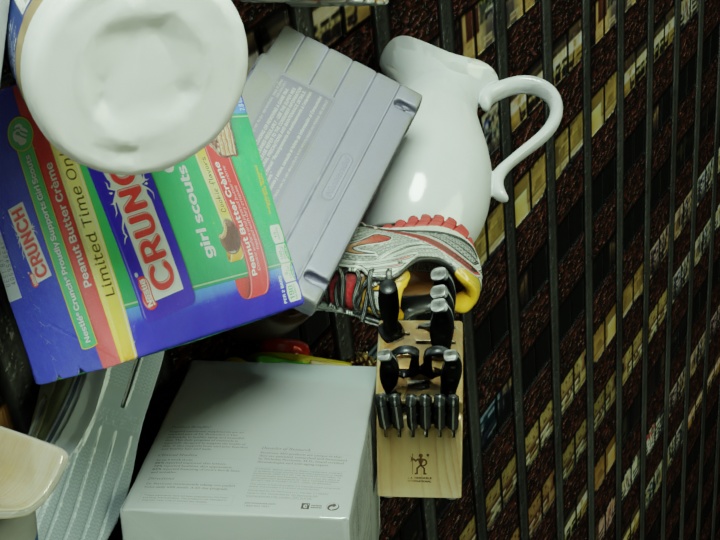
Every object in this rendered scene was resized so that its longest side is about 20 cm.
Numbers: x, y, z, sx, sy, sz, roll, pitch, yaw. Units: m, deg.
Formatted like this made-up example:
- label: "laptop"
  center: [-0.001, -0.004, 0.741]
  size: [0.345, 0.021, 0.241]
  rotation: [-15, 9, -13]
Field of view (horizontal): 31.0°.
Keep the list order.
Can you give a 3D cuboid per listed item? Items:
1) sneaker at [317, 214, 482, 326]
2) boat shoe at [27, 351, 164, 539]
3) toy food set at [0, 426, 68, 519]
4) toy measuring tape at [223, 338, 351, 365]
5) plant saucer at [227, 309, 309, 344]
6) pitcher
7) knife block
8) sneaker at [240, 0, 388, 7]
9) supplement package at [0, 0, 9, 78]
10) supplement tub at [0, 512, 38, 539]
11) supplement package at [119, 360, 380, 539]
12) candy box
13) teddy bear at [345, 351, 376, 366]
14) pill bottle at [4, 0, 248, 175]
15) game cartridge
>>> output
- label: "sneaker"
  center: [0.000, 0.000, 0.989]
  size: [0.082, 0.198, 0.078]
  rotation: [-110, -160, -55]
- label: "boat shoe"
  center: [-0.186, 0.112, 0.850]
  size: [0.072, 0.062, 0.201]
  rotation: [39, 65, -49]
- label: "toy food set"
  center: [-0.254, 0.069, 0.622]
  size: [0.200, 0.143, 0.061]
  rotation: [23, 81, -61]
- label: "toy measuring tape"
  center: [-0.033, 0.097, 1.082]
  size: [0.199, 0.073, 0.074]
  rotation: [12, 90, -34]
- label: "plant saucer"
  center: [-0.058, -0.035, 1.067]
  size: [0.200, 0.032, 0.202]
  rotation: [-34, 129, -55]
- label: "pitcher"
  center: [0.081, -0.096, 1.112]
  size: [0.122, 0.170, 0.201]
  rotation: [81, 18, -56]
- label: "knife block"
  center: [0.045, 0.070, 0.964]
  size: [0.200, 0.063, 0.177]
  rotation: [-72, 163, -77]
- label: "sneaker"
  center: [-0.036, -0.240, 0.983]
  size: [0.200, 0.078, 0.078]
  rotation: [-12, 102, -61]
- label: "supplement package"
  center: [-0.247, -0.101, 0.591]
  size: [0.120, 0.121, 0.202]
  rotation: [-4, 104, -61]
- label: "supplement tub"
  center: [-0.239, 0.218, 0.722]
  size: [0.132, 0.131, 0.202]
  rotation: [-30, 125, -55]
- label: "supplement package"
  center: [-0.068, 0.179, 0.937]
  size: [0.200, 0.151, 0.152]
  rotation: [-75, 165, -65]
- label: "candy box"
  center: [-0.136, -0.035, 0.810]
  size: [0.200, 0.077, 0.170]
  rotation: [-17, 90, -58]
- label: "teddy bear"
  center: [-0.012, 0.141, 1.184]
  size: [0.200, 0.066, 0.146]
  rotation: [33, 74, -60]
- label: "pill bottle"
  center: [-0.140, -0.142, 0.683]
  size: [0.110, 0.200, 0.112]
  rotation: [-13, 126, -19]
- label: "game cartridge"
  center: [-0.049, -0.078, 0.969]
  size: [0.038, 0.129, 0.201]
  rotation: [106, 10, -64]
